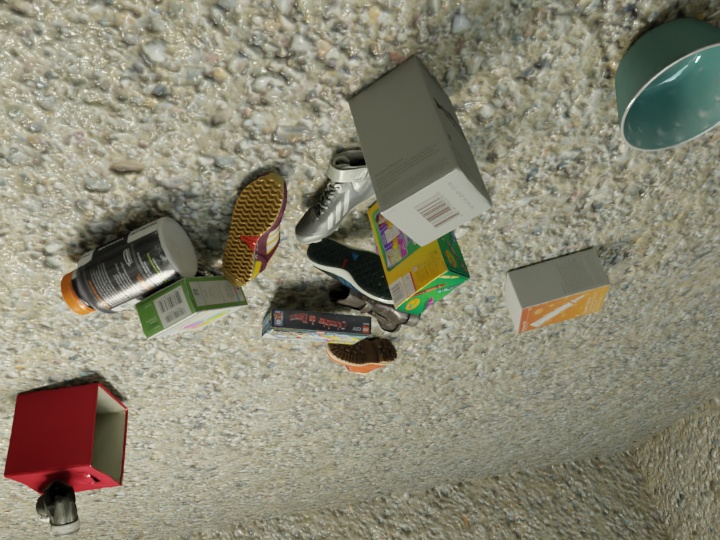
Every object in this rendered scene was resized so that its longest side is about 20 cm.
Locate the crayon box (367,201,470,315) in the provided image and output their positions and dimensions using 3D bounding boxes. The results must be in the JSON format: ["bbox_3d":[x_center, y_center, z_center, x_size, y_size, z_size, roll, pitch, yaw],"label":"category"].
[{"bbox_3d":[0.089,-0.046,1.090,0.058,0.202,0.119,16,137,-41],"label":"crayon box"}]

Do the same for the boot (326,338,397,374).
[{"bbox_3d":[-0.017,0.204,1.568,0.199,0.076,0.107,15,143,-42],"label":"boot"}]

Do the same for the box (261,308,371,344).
[{"bbox_3d":[-0.090,0.113,1.345,0.198,0.038,0.137,6,164,-15],"label":"box"}]

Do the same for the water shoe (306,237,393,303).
[{"bbox_3d":[0.000,0.000,1.177,0.072,0.199,0.079,-58,159,-7],"label":"water shoe"}]

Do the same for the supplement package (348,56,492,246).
[{"bbox_3d":[0.078,-0.159,0.906,0.117,0.202,0.117,-29,147,22],"label":"supplement package"}]

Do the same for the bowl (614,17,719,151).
[{"bbox_3d":[0.452,-0.280,0.977,0.198,0.106,0.202,-12,148,-7],"label":"bowl"}]

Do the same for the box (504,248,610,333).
[{"bbox_3d":[0.429,0.047,1.491,0.198,0.098,0.125,-15,149,0],"label":"box"}]

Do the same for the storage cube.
[{"bbox_3d":[-0.612,0.358,1.426,0.177,0.202,0.172,-8,150,0],"label":"storage cube"}]

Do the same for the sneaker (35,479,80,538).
[{"bbox_3d":[-0.605,0.459,1.347,0.066,0.092,0.199,-3,-179,-35],"label":"sneaker"}]

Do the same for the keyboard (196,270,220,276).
[{"bbox_3d":[-0.311,0.032,1.190,0.104,0.040,0.199,-33,146,28],"label":"keyboard"}]

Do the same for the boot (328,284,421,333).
[{"bbox_3d":[0.017,0.068,1.368,0.172,0.070,0.200,17,165,-16],"label":"boot"}]

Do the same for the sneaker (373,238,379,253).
[{"bbox_3d":[0.070,0.023,1.277,0.072,0.115,0.201,-20,150,5],"label":"sneaker"}]

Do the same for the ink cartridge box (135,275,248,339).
[{"bbox_3d":[-0.255,0.054,1.095,0.103,0.060,0.200,-26,173,20],"label":"ink cartridge box"}]

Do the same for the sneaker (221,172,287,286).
[{"bbox_3d":[-0.160,-0.073,1.074,0.201,0.075,0.090,-61,173,28],"label":"sneaker"}]

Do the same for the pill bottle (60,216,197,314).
[{"bbox_3d":[-0.365,0.001,1.052,0.198,0.107,0.106,-23,148,11],"label":"pill bottle"}]

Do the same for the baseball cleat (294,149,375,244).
[{"bbox_3d":[-0.042,-0.123,1.053,0.199,0.070,0.106,-36,138,14],"label":"baseball cleat"}]
